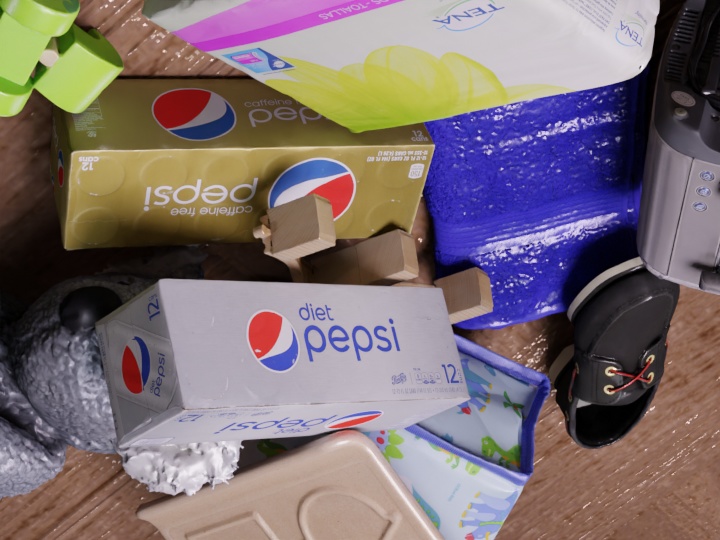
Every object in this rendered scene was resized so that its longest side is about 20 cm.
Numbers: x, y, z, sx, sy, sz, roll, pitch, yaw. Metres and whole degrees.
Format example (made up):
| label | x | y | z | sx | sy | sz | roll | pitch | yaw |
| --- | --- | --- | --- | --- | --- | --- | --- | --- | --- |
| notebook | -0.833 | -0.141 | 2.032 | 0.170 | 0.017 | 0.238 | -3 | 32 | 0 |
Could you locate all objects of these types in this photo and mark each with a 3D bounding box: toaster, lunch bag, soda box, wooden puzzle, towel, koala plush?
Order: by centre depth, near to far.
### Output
| label | x | y | z | sx | sy | sz | roll | pitch | yaw |
| --- | --- | --- | --- | --- | --- | --- | --- | --- | --- |
| soda box | -0.036 | 0.048 | 0.797 | 0.199 | 0.069 | 0.063 | 1 | 157 | -43 |
| soda box | -0.066 | -0.059 | 0.822 | 0.198 | 0.064 | 0.068 | -2 | 133 | -19 |
| koala plush | -0.168 | 0.054 | 0.824 | 0.198 | 0.179 | 0.185 | -11 | 145 | -12 |
| toaster | 0.219 | -0.078 | 0.855 | 0.112 | 0.201 | 0.130 | 13 | 137 | 10 |
| towel | 0.111 | -0.050 | 0.910 | 0.146 | 0.050 | 0.201 | -18 | 135 | -6 |
| wooden puzzle | -0.012 | 0.180 | 0.914 | 0.184 | 0.046 | 0.200 | -24 | 114 | 37 |
| lunch bag | -0.004 | 0.113 | 0.965 | 0.198 | 0.128 | 0.171 | 23 | 125 | -1 |

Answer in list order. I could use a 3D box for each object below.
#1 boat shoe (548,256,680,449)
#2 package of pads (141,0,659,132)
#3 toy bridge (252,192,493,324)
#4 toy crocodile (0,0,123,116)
| label | x | y | z | sx | sy | sz | roll | pitch | yaw |
| --- | --- | --- | --- | --- | --- | --- | --- | --- | --- |
| boat shoe | 0.168 | 0.053 | 0.974 | 0.073 | 0.064 | 0.202 | -13 | 153 | -11 |
| package of pads | 0.020 | -0.128 | 0.701 | 0.199 | 0.069 | 0.154 | -6 | 158 | 44 |
| toy bridge | 0.000 | 0.000 | 0.851 | 0.067 | 0.028 | 0.199 | -19 | 158 | 28 |
| toy crocodile | -0.201 | -0.129 | 0.715 | 0.198 | 0.062 | 0.068 | 21 | 122 | -29 |
